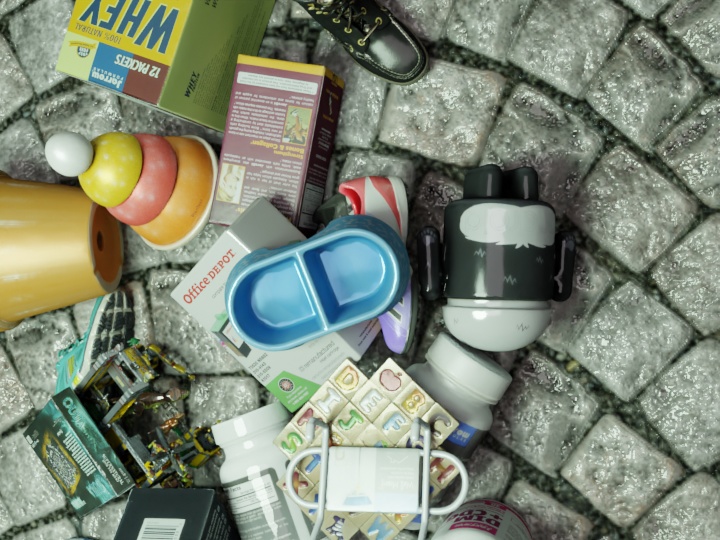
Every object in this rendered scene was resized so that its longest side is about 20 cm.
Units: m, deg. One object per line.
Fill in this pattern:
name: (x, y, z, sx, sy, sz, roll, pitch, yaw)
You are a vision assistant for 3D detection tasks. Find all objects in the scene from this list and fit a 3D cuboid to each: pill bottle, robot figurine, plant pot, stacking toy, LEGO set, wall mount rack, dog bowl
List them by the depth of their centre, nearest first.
wall mount rack: (0.004, 0.236, 0.938, 0.199, 0.075, 0.175, -3, 72, 18)
dog bowl: (-0.046, 0.017, 0.954, 0.199, 0.050, 0.112, -20, 97, 5)
pill bottle: (0.120, 0.318, 0.988, 0.113, 0.200, 0.114, 0, 90, 14)
robot figurine: (0.149, -0.013, 1.025, 0.150, 0.125, 0.201, 1, 90, 25)
pill bottle: (0.076, 0.176, 1.046, 0.114, 0.114, 0.200, 34, 98, 13)
stacking toy: (-0.273, -0.116, 1.082, 0.146, 0.200, 0.147, -13, 68, 34)
pill bottle: (-0.095, 0.259, 1.089, 0.115, 0.116, 0.201, -22, 84, 14)
LEGO set: (-0.237, 0.156, 1.106, 0.116, 0.154, 0.200, -46, 71, 33)
plant pot: (-0.395, -0.028, 1.138, 0.182, 0.200, 0.201, -4, 89, 4)

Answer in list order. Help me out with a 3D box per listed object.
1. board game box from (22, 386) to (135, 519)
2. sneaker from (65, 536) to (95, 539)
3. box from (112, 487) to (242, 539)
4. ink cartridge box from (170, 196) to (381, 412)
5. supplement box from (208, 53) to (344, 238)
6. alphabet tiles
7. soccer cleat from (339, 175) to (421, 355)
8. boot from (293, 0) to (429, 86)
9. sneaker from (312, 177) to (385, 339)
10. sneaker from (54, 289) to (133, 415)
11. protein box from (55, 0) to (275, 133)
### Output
board game box: (-0.343, 0.225, 1.128, 0.135, 0.028, 0.200, 55, 145, 1)
sneaker: (-0.310, 0.408, 1.168, 0.200, 0.072, 0.072, 38, 100, 13)
box: (-0.199, 0.362, 1.052, 0.107, 0.149, 0.200, -3, 132, 15)
ink cartridge box: (-0.094, 0.040, 1.055, 0.200, 0.084, 0.145, 44, 130, -4)
supplement box: (-0.098, -0.142, 1.107, 0.110, 0.086, 0.201, 11, 92, 15)
alphabet tiles: (0.004, 0.195, 0.996, 0.166, 0.006, 0.200, 44, 107, 9)
soccer cleat: (0.019, -0.006, 1.016, 0.073, 0.068, 0.201, -1, 75, -18)
boot: (-0.015, -0.292, 1.053, 0.073, 0.151, 0.200, -45, 79, 10)
sneaker: (0.000, 0.000, 1.095, 0.090, 0.066, 0.201, -21, 86, 23)
sneaker: (-0.349, 0.114, 1.181, 0.079, 0.077, 0.201, 24, 96, 23)
protein box: (-0.214, -0.284, 1.080, 0.134, 0.200, 0.199, 21, 95, 14)
